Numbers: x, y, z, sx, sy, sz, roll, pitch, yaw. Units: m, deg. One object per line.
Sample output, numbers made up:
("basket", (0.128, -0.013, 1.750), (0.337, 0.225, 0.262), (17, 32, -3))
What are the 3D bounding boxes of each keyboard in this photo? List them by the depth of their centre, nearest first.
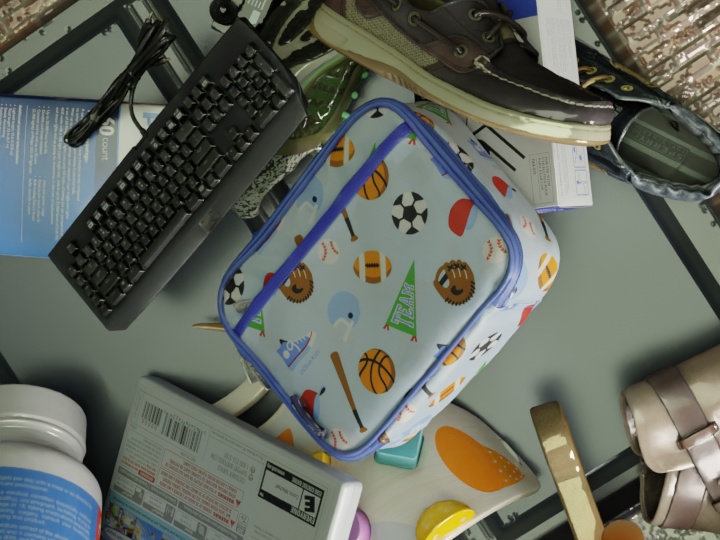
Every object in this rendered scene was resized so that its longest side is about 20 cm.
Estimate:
("keyboard", (-0.125, -0.072, 1.057), (0.200, 0.021, 0.127), (-48, 67, 20))

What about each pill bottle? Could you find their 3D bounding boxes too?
("pill bottle", (-0.217, 0.175, 1.086), (0.112, 0.112, 0.201), (-5, 55, 7))

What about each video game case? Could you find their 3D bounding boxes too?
("video game case", (-0.095, 0.183, 1.102), (0.199, 0.022, 0.183), (22, 99, 41))

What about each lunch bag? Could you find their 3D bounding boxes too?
("lunch bag", (0.008, 0.005, 1.031), (0.160, 0.075, 0.200), (50, 116, 18))

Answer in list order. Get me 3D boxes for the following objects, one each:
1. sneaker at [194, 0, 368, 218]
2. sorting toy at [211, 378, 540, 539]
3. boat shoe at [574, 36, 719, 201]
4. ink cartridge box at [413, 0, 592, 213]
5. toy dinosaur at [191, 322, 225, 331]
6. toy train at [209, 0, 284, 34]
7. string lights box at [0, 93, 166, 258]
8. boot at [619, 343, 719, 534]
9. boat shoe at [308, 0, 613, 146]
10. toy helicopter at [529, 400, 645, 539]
("sneaker", (-0.032, -0.111, 1.111), (0.200, 0.089, 0.077), (-41, 47, -7))
("sorting toy", (-0.024, 0.134, 1.121), (0.200, 0.107, 0.180), (-43, 69, 8))
("boat shoe", (0.136, -0.104, 1.070), (0.199, 0.091, 0.071), (26, 97, 4))
("ink cartridge box", (0.078, -0.131, 1.046), (0.094, 0.044, 0.201), (-6, 89, 36))
("toy dinosaur", (0.000, 0.000, 1.123), (0.200, 0.060, 0.106), (-49, 61, 6))
("toy train", (-0.039, -0.237, 1.110), (0.046, 0.034, 0.201), (24, 97, 1))
("string lights box", (-0.215, -0.061, 1.133), (0.199, 0.059, 0.103), (5, 95, 6))
("boot", (0.231, 0.067, 1.074), (0.145, 0.070, 0.201), (-10, 104, -5))
("boat shoe", (0.058, -0.127, 0.990), (0.200, 0.072, 0.065), (28, 108, 32))
("toy helicopter", (0.143, 0.177, 1.071), (0.079, 0.132, 0.201), (-20, 92, 8))
